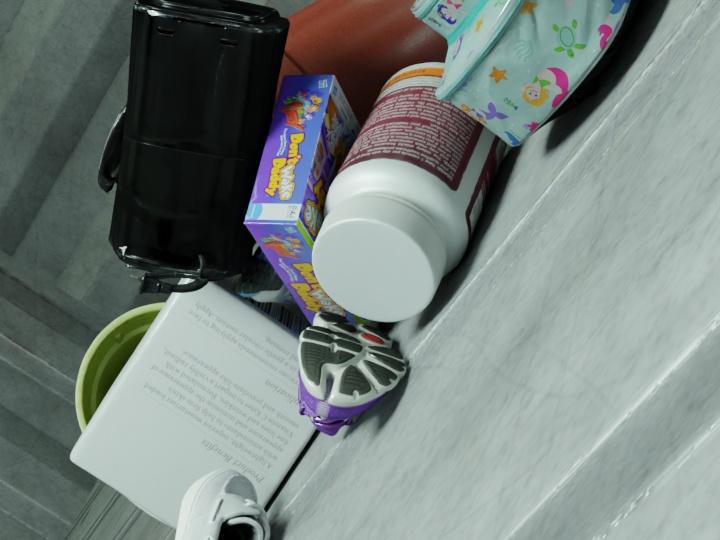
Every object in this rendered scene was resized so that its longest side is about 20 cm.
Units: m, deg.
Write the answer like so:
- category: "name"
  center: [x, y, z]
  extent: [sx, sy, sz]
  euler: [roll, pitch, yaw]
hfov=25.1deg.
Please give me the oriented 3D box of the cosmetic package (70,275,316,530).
- category: "cosmetic package"
  center: [-0.126, 0.109, 1.422]
  extent: [0.201, 0.164, 0.165]
  euler: [-55, 6, 8]

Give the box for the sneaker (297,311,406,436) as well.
- category: "sneaker"
  center: [-0.013, 0.088, 1.201]
  extent: [0.200, 0.080, 0.084]
  euler: [-57, -16, -84]

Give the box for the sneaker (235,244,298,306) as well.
- category: "sneaker"
  center: [-0.051, -0.001, 1.375]
  extent: [0.075, 0.086, 0.200]
  euler: [-55, 3, 8]

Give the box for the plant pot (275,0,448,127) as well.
- category: "plant pot"
  center: [-0.019, -0.165, 1.484]
  extent: [0.195, 0.201, 0.201]
  euler: [-37, 1, -17]

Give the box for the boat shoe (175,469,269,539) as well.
- category: "boat shoe"
  center: [-0.103, 0.206, 1.225]
  extent: [0.068, 0.073, 0.200]
  euler: [-25, 10, 19]

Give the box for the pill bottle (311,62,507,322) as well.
- category: "pill bottle"
  center: [0.038, -0.060, 1.239]
  extent: [0.114, 0.114, 0.201]
  euler: [-50, 9, 42]

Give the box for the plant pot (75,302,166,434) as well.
- category: "plant pot"
  center: [-0.213, 0.154, 1.834]
  extent: [0.202, 0.199, 0.184]
  euler: [-59, -4, -13]

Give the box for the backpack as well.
- category: "backpack"
  center: [0.126, -0.196, 1.145]
  extent: [0.178, 0.150, 0.201]
  euler: [-46, 18, 51]

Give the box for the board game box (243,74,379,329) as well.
- category: "board game box"
  center: [-0.024, -0.042, 1.298]
  extent: [0.200, 0.044, 0.136]
  euler: [59, -142, -55]

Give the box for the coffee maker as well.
- category: "coffee maker"
  center: [-0.120, -0.104, 1.249]
  extent: [0.192, 0.133, 0.202]
  euler: [-133, 48, -64]
